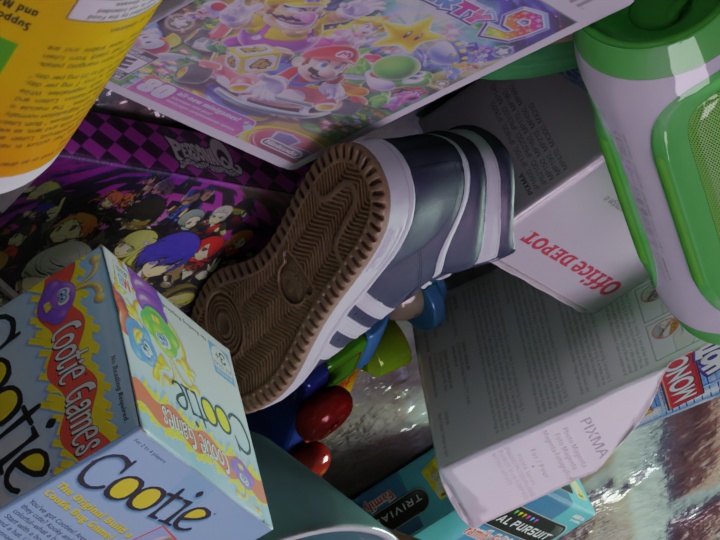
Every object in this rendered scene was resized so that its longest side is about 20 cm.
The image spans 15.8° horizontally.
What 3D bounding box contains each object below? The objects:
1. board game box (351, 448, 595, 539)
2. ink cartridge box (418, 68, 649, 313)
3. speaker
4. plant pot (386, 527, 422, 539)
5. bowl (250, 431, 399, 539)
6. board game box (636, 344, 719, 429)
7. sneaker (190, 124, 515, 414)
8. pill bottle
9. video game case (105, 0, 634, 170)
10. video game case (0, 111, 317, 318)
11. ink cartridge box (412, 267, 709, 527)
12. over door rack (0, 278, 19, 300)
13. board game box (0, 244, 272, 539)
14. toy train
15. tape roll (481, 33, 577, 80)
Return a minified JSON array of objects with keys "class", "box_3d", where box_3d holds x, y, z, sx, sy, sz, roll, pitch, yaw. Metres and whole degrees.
[{"class":"board game box","box_3d":[0.039,0.181,1.717,0.199,0.047,0.151,-33,153,15]},{"class":"ink cartridge box","box_3d":[0.151,-0.078,1.297,0.199,0.086,0.147,-33,152,17]},{"class":"speaker","box_3d":[0.155,-0.056,1.175,0.088,0.089,0.200,-26,134,-1]},{"class":"plant pot","box_3d":[-0.032,0.220,1.563,0.199,0.188,0.187,32,125,-22]},{"class":"bowl","box_3d":[-0.086,0.156,1.327,0.200,0.105,0.201,-25,149,-16]},{"class":"board game box","box_3d":[0.178,0.033,1.555,0.199,0.062,0.200,-28,154,1]},{"class":"sneaker","box_3d":[0.000,0.000,1.244,0.108,0.070,0.200,-15,157,-39]},{"class":"pill bottle","box_3d":[-0.142,-0.098,0.964,0.111,0.111,0.200,-3,146,-39]},{"class":"video game case","box_3d":[-0.005,-0.105,1.095,0.199,0.018,0.143,-24,148,35]},{"class":"video game case","box_3d":[-0.132,-0.001,1.238,0.181,0.036,0.199,-42,150,28]},{"class":"ink cartridge box","box_3d":[0.128,0.037,1.391,0.199,0.163,0.057,-22,120,8]},{"class":"over door rack","box_3d":[-0.182,0.060,1.205,0.147,0.067,0.200,-33,140,17]},{"class":"board game box","box_3d":[-0.155,0.097,1.122,0.199,0.103,0.105,-30,139,16]},{"class":"toy train","box_3d":[-0.022,0.062,1.425,0.115,0.085,0.200,-33,163,-24]},{"class":"tape roll","box_3d":[0.104,-0.164,1.138,0.199,0.048,0.201,-21,153,-11]}]
